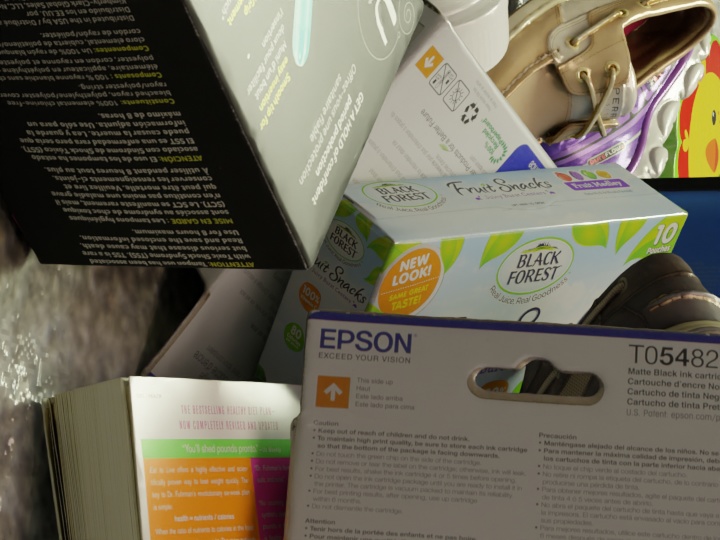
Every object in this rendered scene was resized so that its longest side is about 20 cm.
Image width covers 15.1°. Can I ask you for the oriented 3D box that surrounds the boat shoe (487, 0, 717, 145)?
[{"bbox_3d":[0.118,-0.107,1.433,0.200,0.069,0.074,-41,152,-34],"label":"boat shoe"}]

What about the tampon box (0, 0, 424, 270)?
[{"bbox_3d":[-0.080,-0.121,1.014,0.150,0.126,0.201,-66,147,-37],"label":"tampon box"}]

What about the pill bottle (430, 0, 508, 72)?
[{"bbox_3d":[0.018,-0.190,1.222,0.110,0.109,0.201,-52,145,-51],"label":"pill bottle"}]

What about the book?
[{"bbox_3d":[-0.054,0.146,1.088,0.133,0.048,0.201,5,74,-53],"label":"book"}]

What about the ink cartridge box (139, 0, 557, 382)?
[{"bbox_3d":[0.000,0.000,1.230,0.200,0.047,0.198,-47,145,-3],"label":"ink cartridge box"}]

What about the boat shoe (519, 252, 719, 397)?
[{"bbox_3d":[0.107,0.063,1.204,0.074,0.200,0.074,6,54,-28],"label":"boat shoe"}]

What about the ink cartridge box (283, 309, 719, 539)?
[{"bbox_3d":[0.066,0.119,1.083,0.041,0.198,0.201,88,7,-66],"label":"ink cartridge box"}]

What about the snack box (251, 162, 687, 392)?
[{"bbox_3d":[0.045,0.028,1.222,0.199,0.053,0.143,-7,125,-45],"label":"snack box"}]

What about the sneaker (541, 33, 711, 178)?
[{"bbox_3d":[0.140,-0.113,1.533,0.084,0.080,0.201,50,37,-26],"label":"sneaker"}]

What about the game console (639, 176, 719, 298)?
[{"bbox_3d":[0.163,-0.019,1.435,0.171,0.199,0.119,65,35,-41],"label":"game console"}]

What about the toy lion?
[{"bbox_3d":[0.206,-0.042,1.661,0.191,0.068,0.201,-4,94,-67],"label":"toy lion"}]
